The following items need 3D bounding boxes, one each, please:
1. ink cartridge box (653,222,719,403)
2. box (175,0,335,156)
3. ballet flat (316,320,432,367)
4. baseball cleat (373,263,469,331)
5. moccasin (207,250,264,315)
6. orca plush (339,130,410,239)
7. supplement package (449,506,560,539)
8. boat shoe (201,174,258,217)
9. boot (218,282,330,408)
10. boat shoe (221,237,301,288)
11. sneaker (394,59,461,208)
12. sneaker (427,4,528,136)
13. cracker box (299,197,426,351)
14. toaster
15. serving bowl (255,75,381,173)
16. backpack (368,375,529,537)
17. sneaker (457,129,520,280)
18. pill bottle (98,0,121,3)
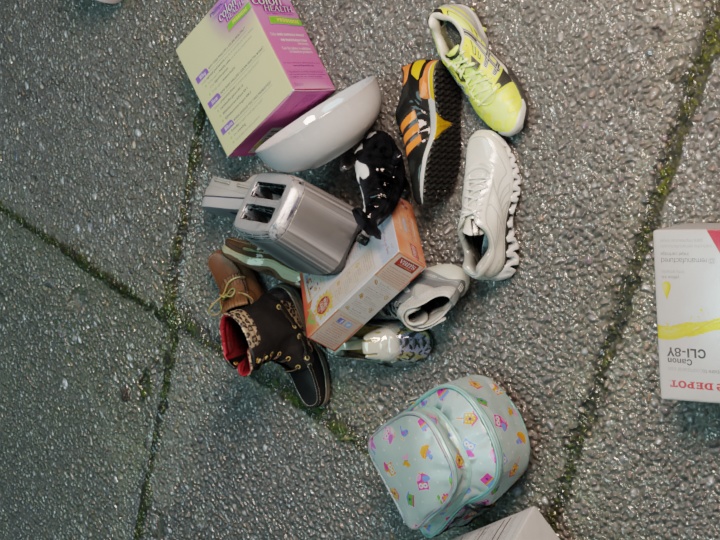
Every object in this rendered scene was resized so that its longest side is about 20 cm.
[{"bbox_3d":[0.420,0.049,1.345,0.144,0.083,0.202,1,97,41],"label":"ink cartridge box"},{"bbox_3d":[-0.161,-0.305,1.784,0.176,0.096,0.201,-39,73,38],"label":"box"},{"bbox_3d":[0.011,0.108,1.719,0.199,0.072,0.073,4,99,40],"label":"ballet flat"},{"bbox_3d":[0.058,0.043,1.642,0.199,0.107,0.070,-21,113,41],"label":"baseball cleat"},{"bbox_3d":[-0.194,0.058,1.881,0.073,0.077,0.203,-35,74,38],"label":"moccasin"},{"bbox_3d":[0.025,-0.138,1.605,0.105,0.201,0.071,30,129,-3],"label":"orca plush"},{"bbox_3d":[0.175,0.440,1.548,0.199,0.151,0.152,-33,98,39],"label":"supplement package"},{"bbox_3d":[-0.159,-0.116,1.835,0.199,0.072,0.066,5,77,36],"label":"boat shoe"},{"bbox_3d":[-0.130,0.130,1.785,0.073,0.150,0.202,-13,95,38],"label":"boot"},{"bbox_3d":[-0.129,-0.028,1.827,0.201,0.074,0.076,20,91,35],"label":"boat shoe"},{"bbox_3d":[0.085,-0.188,1.613,0.090,0.070,0.202,11,100,45],"label":"sneaker"},{"bbox_3d":[0.146,-0.259,1.539,0.075,0.076,0.201,-42,71,35],"label":"sneaker"},{"bbox_3d":[0.000,0.000,1.662,0.200,0.057,0.135,-44,35,28],"label":"cracker box"},{"bbox_3d":[-0.089,-0.067,1.666,0.199,0.129,0.114,16,79,59],"label":"toaster"},{"bbox_3d":[-0.048,-0.194,1.654,0.199,0.200,0.066,-23,105,40],"label":"serving bowl"},{"bbox_3d":[0.121,0.244,1.585,0.200,0.153,0.177,-42,64,30],"label":"backpack"},{"bbox_3d":[0.164,-0.085,1.550,0.075,0.081,0.202,-1,94,42],"label":"sneaker"},{"bbox_3d":[-0.399,-0.551,1.938,0.116,0.115,0.201,49,125,24],"label":"pill bottle"}]
